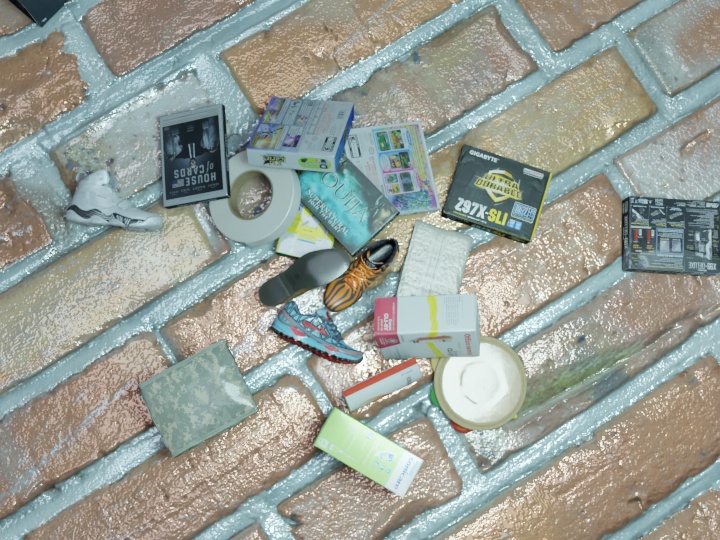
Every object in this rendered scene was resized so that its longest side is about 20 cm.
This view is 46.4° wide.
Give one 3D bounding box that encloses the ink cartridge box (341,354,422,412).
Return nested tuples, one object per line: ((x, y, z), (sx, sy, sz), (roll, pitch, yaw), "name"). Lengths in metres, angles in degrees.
((0.045, 0.223, 1.641), (0.162, 0.200, 0.050), (-24, 83, -5), "ink cartridge box")

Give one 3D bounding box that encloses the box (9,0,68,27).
((-0.733, -0.640, 1.769), (0.200, 0.148, 0.107), (41, 82, 4), "box")

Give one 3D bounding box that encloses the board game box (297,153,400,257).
((-0.034, -0.145, 1.723), (0.135, 0.028, 0.200), (-43, 80, -2), "board game box")

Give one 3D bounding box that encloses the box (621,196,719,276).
((0.661, -0.072, 1.787), (0.199, 0.050, 0.158), (3, 81, -2), "box")

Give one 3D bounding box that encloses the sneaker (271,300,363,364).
((-0.077, 0.123, 1.714), (0.199, 0.079, 0.096), (25, 79, 1), "sneaker")

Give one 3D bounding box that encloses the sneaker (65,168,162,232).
((-0.504, -0.146, 1.738), (0.199, 0.075, 0.115), (6, 84, 2), "sneaker")

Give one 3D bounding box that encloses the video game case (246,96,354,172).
((-0.119, -0.281, 1.723), (0.180, 0.046, 0.200), (7, 44, 9), "video game case")

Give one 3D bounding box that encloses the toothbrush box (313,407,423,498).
((0.012, 0.354, 1.648), (0.200, 0.146, 0.086), (31, 81, 3), "toothbrush box")

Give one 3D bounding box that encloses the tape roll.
((-0.219, -0.151, 1.732), (0.202, 0.037, 0.204), (-5, 76, 21), "tape roll")

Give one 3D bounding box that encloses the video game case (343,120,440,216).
((0.062, -0.212, 1.780), (0.181, 0.024, 0.201), (-9, 80, -16), "video game case")

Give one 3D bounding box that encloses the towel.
((0.152, 0.005, 1.764), (0.132, 0.034, 0.201), (16, 82, -2), "towel")

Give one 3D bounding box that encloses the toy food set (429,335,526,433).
((0.242, 0.233, 1.724), (0.199, 0.049, 0.199), (0, 81, -3), "toy food set")

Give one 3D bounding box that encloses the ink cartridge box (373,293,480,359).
((0.135, 0.113, 1.664), (0.199, 0.145, 0.084), (-3, 63, 10), "ink cartridge box")

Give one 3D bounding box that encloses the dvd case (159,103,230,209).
((-0.347, -0.238, 1.759), (0.150, 0.025, 0.201), (-9, 78, 16), "dvd case")

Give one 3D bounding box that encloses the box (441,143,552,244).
((0.289, -0.162, 1.788), (0.199, 0.049, 0.160), (19, 83, 1), "box")

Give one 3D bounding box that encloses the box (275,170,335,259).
((-0.099, -0.118, 1.766), (0.117, 0.048, 0.201), (15, 83, 0), "box")

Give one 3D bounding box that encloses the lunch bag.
((-0.322, 0.255, 1.664), (0.199, 0.118, 0.164), (-27, 84, -11), "lunch bag")

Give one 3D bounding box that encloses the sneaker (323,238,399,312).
((0.000, 0.000, 1.718), (0.078, 0.112, 0.200), (43, 82, 5), "sneaker")

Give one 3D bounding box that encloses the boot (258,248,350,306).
((-0.111, 0.014, 1.721), (0.199, 0.075, 0.074), (-26, 80, 5), "boot")
